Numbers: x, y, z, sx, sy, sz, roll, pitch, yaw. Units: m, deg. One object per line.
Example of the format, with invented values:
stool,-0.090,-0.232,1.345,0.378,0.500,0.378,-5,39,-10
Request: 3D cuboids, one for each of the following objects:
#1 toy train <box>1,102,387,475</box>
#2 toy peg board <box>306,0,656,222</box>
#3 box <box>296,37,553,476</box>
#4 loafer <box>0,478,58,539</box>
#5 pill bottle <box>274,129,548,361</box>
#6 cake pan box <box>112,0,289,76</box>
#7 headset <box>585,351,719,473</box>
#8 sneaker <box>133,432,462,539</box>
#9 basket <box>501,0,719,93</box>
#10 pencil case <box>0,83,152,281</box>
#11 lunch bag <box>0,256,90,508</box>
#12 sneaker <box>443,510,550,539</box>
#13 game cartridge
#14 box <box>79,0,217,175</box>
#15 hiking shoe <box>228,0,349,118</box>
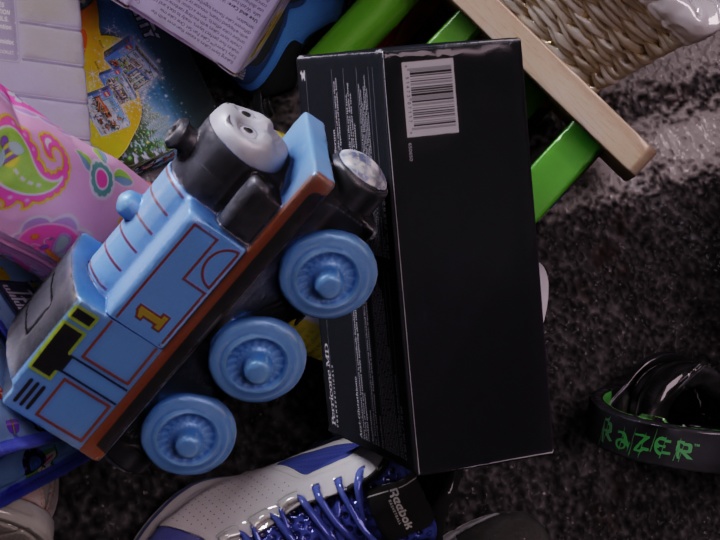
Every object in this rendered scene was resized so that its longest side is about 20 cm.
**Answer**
toy train,-0.077,0.009,0.972,0.114,0.200,0.087,33,21,-23
toy peg board,0.061,-0.099,1.195,0.200,0.199,0.098,45,95,3
box,0.030,-0.012,1.040,0.078,0.141,0.202,-7,97,-20
loafer,-0.246,0.091,1.056,0.199,0.072,0.063,24,49,-23
pill bottle,0.000,0.000,1.163,0.199,0.111,0.112,21,67,-17
cake pan box,-0.099,-0.232,1.101,0.199,0.185,0.052,31,20,-1
headset,0.216,0.075,1.238,0.199,0.123,0.095,-5,104,-55
sneaker,-0.023,0.131,1.105,0.199,0.115,0.081,-28,96,-28
basket,0.157,-0.240,1.278,0.198,0.161,0.200,46,60,-5
pencil case,-0.164,-0.036,1.037,0.200,0.087,0.088,35,58,-48
lunch bag,-0.201,0.041,1.041,0.151,0.094,0.200,50,22,8
sneaker,0.054,0.197,1.125,0.200,0.115,0.075,-41,93,-28
game cartridge,-0.234,-0.114,1.073,0.199,0.038,0.131,5,68,-37
box,-0.179,-0.139,1.165,0.136,0.038,0.201,-23,85,-28
hiking shoe,-0.036,-0.185,1.239,0.200,0.074,0.087,-54,126,-30
